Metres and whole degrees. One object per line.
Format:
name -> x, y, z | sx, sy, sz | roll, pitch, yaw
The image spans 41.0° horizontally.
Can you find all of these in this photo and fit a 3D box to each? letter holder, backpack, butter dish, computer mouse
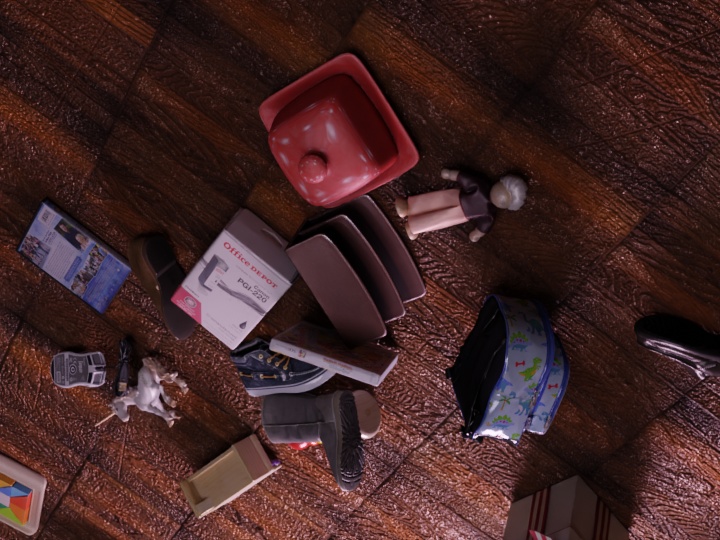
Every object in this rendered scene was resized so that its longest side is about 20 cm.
letter holder -> 0.000, 0.000, 1.524 | 0.141, 0.101, 0.201 | -22, 111, 28
backpack -> 0.234, 0.144, 1.486 | 0.145, 0.184, 0.202 | 7, 123, -12
butter dish -> -0.049, -0.176, 1.401 | 0.198, 0.148, 0.201 | -24, 111, 31
computer mouse -> -0.515, 0.186, 1.855 | 0.198, 0.044, 0.111 | -3, 88, 29

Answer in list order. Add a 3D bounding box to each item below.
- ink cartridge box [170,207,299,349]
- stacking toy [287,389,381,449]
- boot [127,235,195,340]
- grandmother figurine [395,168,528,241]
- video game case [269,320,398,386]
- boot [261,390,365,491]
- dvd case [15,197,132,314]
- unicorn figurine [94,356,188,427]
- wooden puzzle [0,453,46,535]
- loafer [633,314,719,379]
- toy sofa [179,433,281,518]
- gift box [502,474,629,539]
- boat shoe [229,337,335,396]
ink cartridge box -> -0.205, 0.016, 1.618 | 0.145, 0.085, 0.200 | 39, 124, -7
stacking toy -> -0.059, 0.280, 1.743 | 0.199, 0.086, 0.086 | -24, 111, 38
boot -> -0.350, 0.029, 1.700 | 0.075, 0.073, 0.202 | 3, 119, 40
grandmother figurine -> 0.157, -0.096, 1.433 | 0.198, 0.061, 0.122 | -14, 124, 30
video game case -> -0.038, 0.131, 1.568 | 0.180, 0.200, 0.023 | 18, 98, 8
boot -> -0.089, 0.291, 1.675 | 0.198, 0.072, 0.184 | -11, 78, 36
dvd case -> -0.520, -0.022, 1.749 | 0.199, 0.018, 0.143 | 38, 126, -7
unicorn figurine -> -0.408, 0.242, 1.851 | 0.136, 0.074, 0.201 | 30, 112, 12
wooden puzzle -> -0.805, 0.501, 2.172 | 0.184, 0.037, 0.201 | 27, 126, 3
loafer -> 0.500, 0.129, 1.437 | 0.198, 0.073, 0.072 | 19, 124, 8
toy sofa -> -0.255, 0.399, 1.891 | 0.200, 0.097, 0.083 | -39, 78, 34
gift box -> 0.334, 0.486, 1.655 | 0.200, 0.187, 0.184 | 43, 125, -11
boat shoe -> -0.139, 0.163, 1.694 | 0.198, 0.071, 0.091 | -15, 117, 28
